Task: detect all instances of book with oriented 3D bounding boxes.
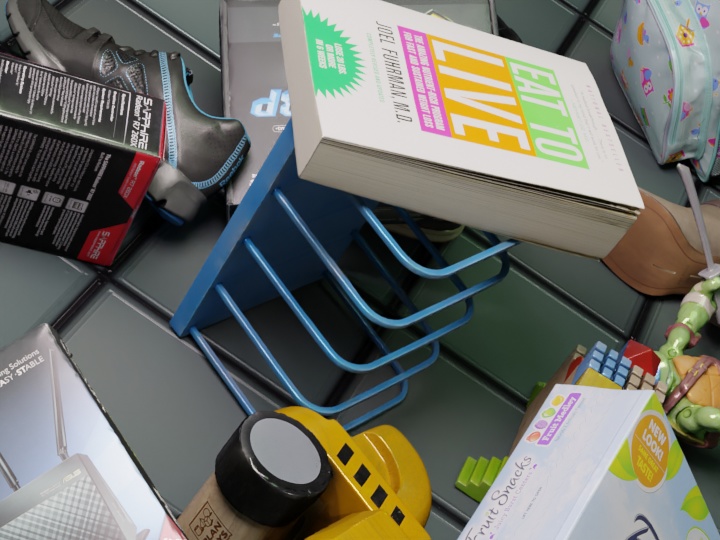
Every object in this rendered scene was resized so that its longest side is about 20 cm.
[{"bbox_3d":[0.053,-0.089,0.837,0.198,0.048,0.135,12,47,-24],"label":"book"}]

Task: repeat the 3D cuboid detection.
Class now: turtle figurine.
[{"bbox_3d":[0.282,0.064,1.028,0.193,0.202,0.143,26,-2,-38],"label":"turtle figurine"}]

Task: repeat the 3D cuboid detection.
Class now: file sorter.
[{"bbox_3d":[0.000,0.000,0.900,0.138,0.200,0.123,-22,68,-42],"label":"file sorter"}]

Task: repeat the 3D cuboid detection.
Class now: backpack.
[{"bbox_3d":[0.307,-0.197,1.268,0.152,0.201,0.177,-5,53,-14],"label":"backpack"}]

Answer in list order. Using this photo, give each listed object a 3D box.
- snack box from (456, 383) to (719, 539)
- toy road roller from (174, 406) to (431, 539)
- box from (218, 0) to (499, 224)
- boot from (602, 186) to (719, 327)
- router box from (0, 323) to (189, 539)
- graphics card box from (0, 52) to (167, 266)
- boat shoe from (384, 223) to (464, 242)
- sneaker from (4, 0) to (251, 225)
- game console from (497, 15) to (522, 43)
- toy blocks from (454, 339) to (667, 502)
[{"bbox_3d":[0.122,0.187,0.737,0.169,0.067,0.201,-50,125,-36],"label":"snack box"},{"bbox_3d":[-0.006,0.164,0.801,0.200,0.123,0.145,49,33,19],"label":"toy road roller"},{"bbox_3d":[0.001,-0.113,1.033,0.198,0.046,0.161,-1,71,-6],"label":"box"},{"bbox_3d":[0.272,-0.028,1.195,0.200,0.070,0.146,43,36,10],"label":"boot"},{"bbox_3d":[-0.188,0.142,0.687,0.199,0.062,0.150,-33,68,-14],"label":"router box"},{"bbox_3d":[-0.227,-0.075,0.883,0.198,0.126,0.051,13,54,-19],"label":"graphics card box"},{"bbox_3d":[0.000,-0.096,1.087,0.199,0.065,0.072,36,41,3],"label":"boat shoe"},{"bbox_3d":[-0.158,-0.122,0.990,0.082,0.073,0.200,-43,80,-7],"label":"sneaker"},{"bbox_3d":[0.075,-0.165,1.192,0.169,0.119,0.200,-17,33,-6],"label":"game console"},{"bbox_3d":[0.137,0.108,0.923,0.099,0.137,0.200,32,41,0],"label":"toy blocks"}]
